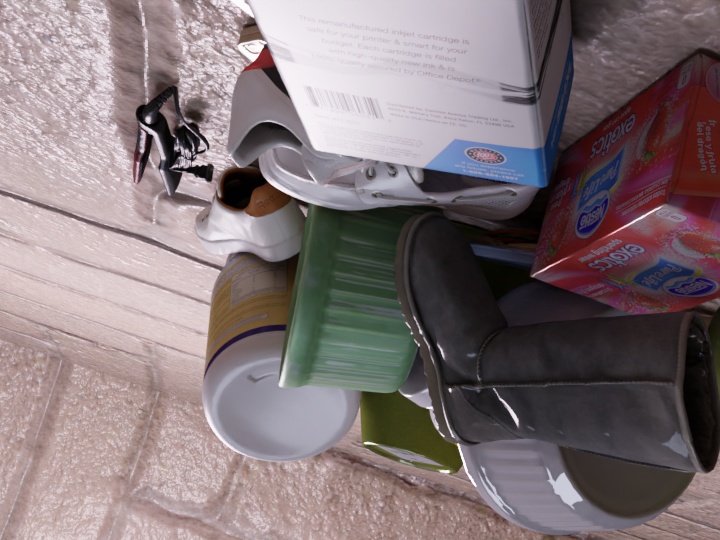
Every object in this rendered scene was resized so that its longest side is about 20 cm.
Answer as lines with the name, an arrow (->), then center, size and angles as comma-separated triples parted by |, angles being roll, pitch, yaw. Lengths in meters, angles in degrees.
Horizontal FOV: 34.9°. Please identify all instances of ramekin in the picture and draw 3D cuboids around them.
ramekin -> 0.177, 0.103, 0.869 | 0.201, 0.205, 0.094 | 25, 165, -27
ramekin -> 0.000, 0.000, 0.902 | 0.096, 0.203, 0.200 | 10, 165, -4

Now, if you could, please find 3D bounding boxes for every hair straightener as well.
hair straightener -> -0.158, -0.110, 0.998 | 0.076, 0.041, 0.200 | 19, 160, -7

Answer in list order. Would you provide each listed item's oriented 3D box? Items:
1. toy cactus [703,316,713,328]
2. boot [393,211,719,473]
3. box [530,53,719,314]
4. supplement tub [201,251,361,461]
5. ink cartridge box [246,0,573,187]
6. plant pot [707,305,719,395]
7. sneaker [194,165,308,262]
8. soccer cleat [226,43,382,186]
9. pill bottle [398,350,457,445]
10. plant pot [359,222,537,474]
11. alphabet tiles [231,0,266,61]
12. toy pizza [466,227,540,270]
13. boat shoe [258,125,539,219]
toy cactus -> 0.250, 0.059, 1.056 | 0.163, 0.104, 0.200 | -5, 161, 4
boot -> 0.123, 0.041, 0.736 | 0.072, 0.184, 0.199 | -27, -167, -37
box -> 0.196, -0.042, 0.719 | 0.102, 0.096, 0.200 | 19, 165, -10
supplement tub -> -0.074, 0.063, 1.083 | 0.143, 0.201, 0.147 | -2, 127, -2
ink cartridge box -> 0.029, -0.134, 0.579 | 0.144, 0.085, 0.200 | 12, 158, 17
plant pot -> 0.336, 0.063, 0.804 | 0.198, 0.203, 0.184 | 18, 176, -4
sneaker -> -0.111, -0.064, 1.075 | 0.199, 0.073, 0.085 | 7, 129, 58
soccer cleat -> 0.004, -0.091, 0.723 | 0.198, 0.086, 0.069 | 11, 163, 22
pill bottle -> 0.131, 0.111, 0.962 | 0.199, 0.113, 0.112 | 31, 160, -23
plant pot -> 0.071, 0.080, 1.077 | 0.185, 0.202, 0.187 | 16, 165, 5
alphabet tiles -> 0.012, -0.139, 0.739 | 0.199, 0.015, 0.195 | 0, 157, 47
toy pizza -> 0.176, -0.010, 0.914 | 0.198, 0.032, 0.200 | 11, 180, 0
boat shoe -> 0.030, -0.080, 0.781 | 0.197, 0.072, 0.069 | 4, 169, -6
